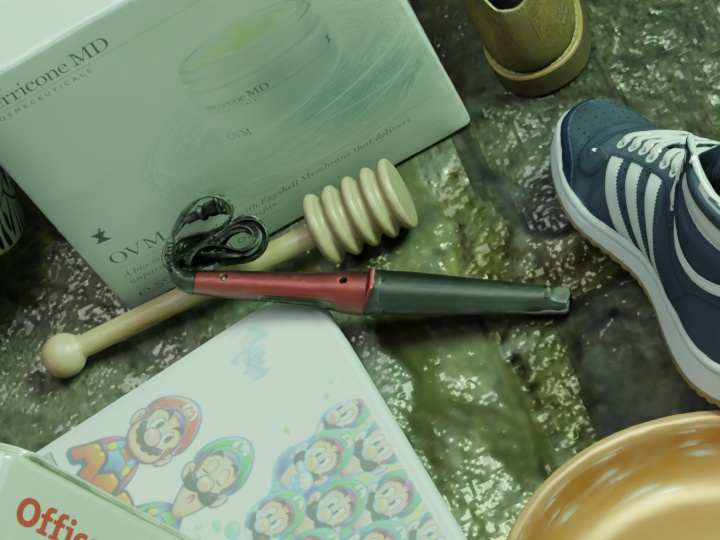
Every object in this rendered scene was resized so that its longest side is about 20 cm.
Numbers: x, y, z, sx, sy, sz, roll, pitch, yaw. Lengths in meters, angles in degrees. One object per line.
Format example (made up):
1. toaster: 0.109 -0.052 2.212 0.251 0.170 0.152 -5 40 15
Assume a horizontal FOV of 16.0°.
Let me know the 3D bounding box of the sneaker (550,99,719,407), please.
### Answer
1. sneaker: 0.145 -0.041 1.114 0.070 0.109 0.200 -10 42 -17

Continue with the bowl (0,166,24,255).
1. bowl: -0.263 -0.077 1.278 0.201 0.201 0.094 27 117 35

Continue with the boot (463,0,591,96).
1. boot: 0.065 -0.185 1.284 0.074 0.075 0.200 -24 51 11

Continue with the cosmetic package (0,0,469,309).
1. cosmetic package: -0.083 -0.115 1.225 0.199 0.200 0.123 -29 52 5

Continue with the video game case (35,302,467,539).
1. video game case: -0.058 0.122 1.173 0.182 0.024 0.200 -33 51 1

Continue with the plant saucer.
1. plant saucer: 0.153 0.141 1.022 0.200 0.037 0.200 -2 46 2

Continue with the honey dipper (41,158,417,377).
1. honey dipper: -0.069 0.003 1.248 0.200 0.038 0.038 -24 53 11

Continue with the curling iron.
1. curling iron: 0.000 0.000 1.198 0.200 0.026 0.050 10 90 14

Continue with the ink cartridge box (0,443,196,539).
1. ink cartridge box: -0.166 0.182 1.084 0.084 0.144 0.200 11 74 39
